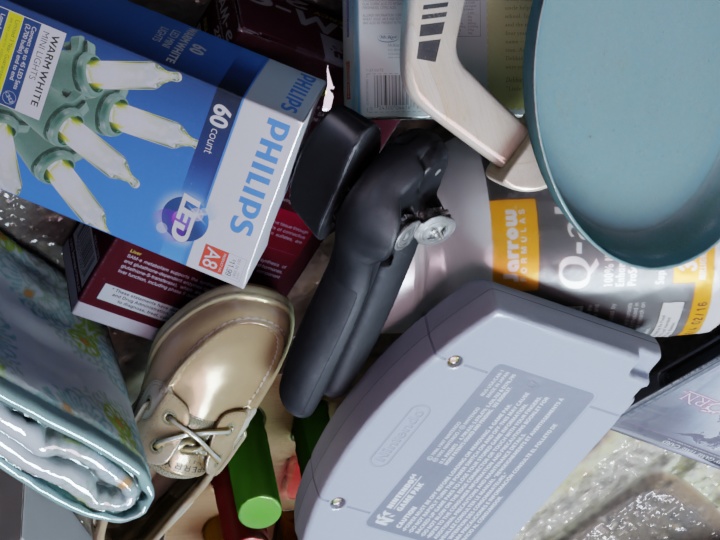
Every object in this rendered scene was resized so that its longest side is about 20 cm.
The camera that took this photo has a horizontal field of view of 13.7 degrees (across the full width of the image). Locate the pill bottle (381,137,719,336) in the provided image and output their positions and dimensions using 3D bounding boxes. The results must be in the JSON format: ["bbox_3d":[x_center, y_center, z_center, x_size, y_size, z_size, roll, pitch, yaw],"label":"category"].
[{"bbox_3d":[0.097,-0.018,1.629,0.199,0.117,0.117,-3,128,-10],"label":"pill bottle"}]

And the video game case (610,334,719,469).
[{"bbox_3d":[0.257,0.065,1.736,0.143,0.019,0.200,21,142,-32],"label":"video game case"}]

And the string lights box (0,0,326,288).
[{"bbox_3d":[-0.129,-0.081,1.513,0.199,0.059,0.103,22,117,2],"label":"string lights box"}]

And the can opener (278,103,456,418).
[{"bbox_3d":[0.000,0.000,1.537,0.063,0.079,0.200,-24,146,-32],"label":"can opener"}]

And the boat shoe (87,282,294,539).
[{"bbox_3d":[-0.094,0.086,1.628,0.072,0.065,0.200,19,131,-25],"label":"boat shoe"}]

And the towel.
[{"bbox_3d":[-0.195,0.031,1.567,0.048,0.171,0.200,-41,124,17],"label":"towel"}]

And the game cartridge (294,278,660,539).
[{"bbox_3d":[0.054,0.088,1.616,0.133,0.041,0.200,16,127,-32],"label":"game cartridge"}]

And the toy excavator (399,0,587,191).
[{"bbox_3d":[0.027,-0.150,1.467,0.194,0.100,0.201,9,98,-15],"label":"toy excavator"}]

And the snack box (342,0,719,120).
[{"bbox_3d":[0.090,-0.137,1.542,0.199,0.037,0.117,-1,92,-14],"label":"snack box"}]

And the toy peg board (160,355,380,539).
[{"bbox_3d":[-0.012,0.157,1.753,0.199,0.098,0.200,1,127,-12],"label":"toy peg board"}]

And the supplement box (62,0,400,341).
[{"bbox_3d":[-0.068,-0.051,1.601,0.109,0.061,0.200,20,122,-25],"label":"supplement box"}]

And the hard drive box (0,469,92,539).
[{"bbox_3d":[-0.217,0.217,1.757,0.155,0.077,0.200,-21,128,14],"label":"hard drive box"}]

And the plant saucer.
[{"bbox_3d":[0.143,-0.101,1.485,0.200,0.027,0.201,-7,100,-44],"label":"plant saucer"}]
